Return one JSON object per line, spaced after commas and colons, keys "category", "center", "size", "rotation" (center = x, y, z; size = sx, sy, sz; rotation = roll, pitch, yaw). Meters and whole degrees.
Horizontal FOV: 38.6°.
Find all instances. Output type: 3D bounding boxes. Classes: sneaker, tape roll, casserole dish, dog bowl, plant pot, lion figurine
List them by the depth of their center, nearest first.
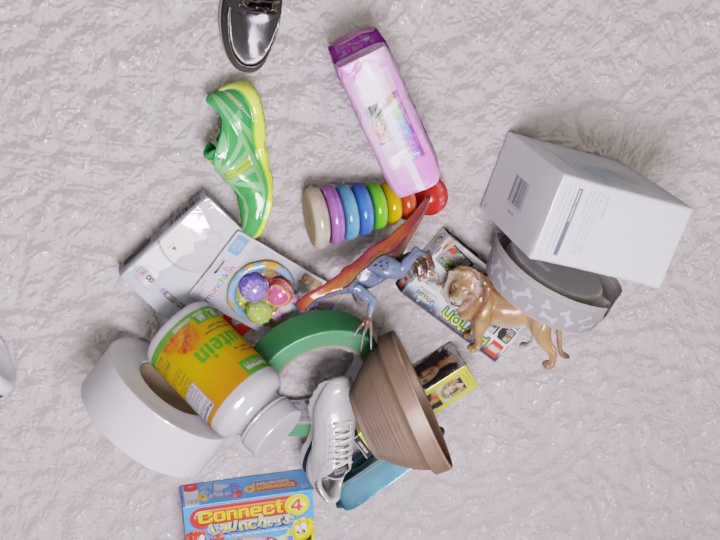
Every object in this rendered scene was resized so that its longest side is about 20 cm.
{"category": "sneaker", "center": [-0.125, -0.329, 1.231], "size": [0.074, 0.106, 0.201], "rotation": [3, 112, -15]}
{"category": "sneaker", "center": [-0.160, -0.140, 1.327], "size": [0.083, 0.074, 0.201], "rotation": [-10, 106, -12]}
{"category": "tape roll", "center": [-0.270, 0.180, 1.367], "size": [0.202, 0.203, 0.071], "rotation": [34, 103, -24]}
{"category": "plant pot", "center": [0.044, 0.190, 1.386], "size": [0.092, 0.201, 0.202], "rotation": [-24, 117, 3]}
{"category": "dog bowl", "center": [0.264, 0.010, 1.430], "size": [0.199, 0.201, 0.059], "rotation": [16, 119, -20]}
{"category": "lion figurine", "center": [0.210, 0.061, 1.449], "size": [0.199, 0.073, 0.123], "rotation": [9, 117, -2]}
{"category": "tape roll", "center": [-0.066, 0.148, 1.456], "size": [0.199, 0.048, 0.201], "rotation": [-13, 132, -15]}
{"category": "sneaker", "center": [-0.034, 0.238, 1.459], "size": [0.076, 0.081, 0.201], "rotation": [-5, 126, -20]}
{"category": "casserole dish", "center": [0.035, 0.282, 1.537], "size": [0.200, 0.121, 0.039], "rotation": [-36, 99, 3]}

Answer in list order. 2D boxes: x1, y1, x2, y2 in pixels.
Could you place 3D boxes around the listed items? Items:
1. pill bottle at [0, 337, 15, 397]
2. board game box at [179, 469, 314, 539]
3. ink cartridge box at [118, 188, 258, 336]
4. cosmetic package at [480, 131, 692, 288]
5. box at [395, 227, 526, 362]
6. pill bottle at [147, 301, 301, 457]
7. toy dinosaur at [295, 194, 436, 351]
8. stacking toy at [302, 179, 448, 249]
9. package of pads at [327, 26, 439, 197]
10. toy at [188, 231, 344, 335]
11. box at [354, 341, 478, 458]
{"category": "pill bottle", "center": [-0.560, 0.150, 1.332], "size": [0.199, 0.109, 0.110], "rotation": [-25, 117, -1]}
{"category": "board game box", "center": [-0.169, 0.413, 1.573], "size": [0.199, 0.056, 0.197], "rotation": [-6, 115, -11]}
{"category": "ink cartridge box", "center": [-0.201, 0.012, 1.396], "size": [0.162, 0.057, 0.200], "rotation": [-41, 111, 6]}
{"category": "cosmetic package", "center": [0.300, -0.085, 1.390], "size": [0.199, 0.200, 0.124], "rotation": [13, 109, -19]}
{"category": "box", "center": [0.160, 0.038, 1.501], "size": [0.200, 0.035, 0.110], "rotation": [37, 101, -25]}
{"category": "pill bottle", "center": [-0.175, 0.145, 1.341], "size": [0.200, 0.111, 0.111], "rotation": [42, 101, 16]}
{"category": "toy dinosaur", "center": [0.000, 0.000, 1.385], "size": [0.180, 0.105, 0.202], "rotation": [-4, 98, -16]}
{"category": "stacking toy", "center": [0.026, -0.086, 1.392], "size": [0.199, 0.085, 0.086], "rotation": [-11, 115, -13]}
{"category": "package of pads", "center": [0.032, -0.205, 1.316], "size": [0.075, 0.121, 0.201], "rotation": [-25, 117, 4]}
{"category": "toy", "center": [-0.119, 0.041, 1.405], "size": [0.199, 0.047, 0.115], "rotation": [30, 106, -37]}
{"category": "box", "center": [0.072, 0.191, 1.527], "size": [0.199, 0.075, 0.050], "rotation": [-34, 119, 1]}
